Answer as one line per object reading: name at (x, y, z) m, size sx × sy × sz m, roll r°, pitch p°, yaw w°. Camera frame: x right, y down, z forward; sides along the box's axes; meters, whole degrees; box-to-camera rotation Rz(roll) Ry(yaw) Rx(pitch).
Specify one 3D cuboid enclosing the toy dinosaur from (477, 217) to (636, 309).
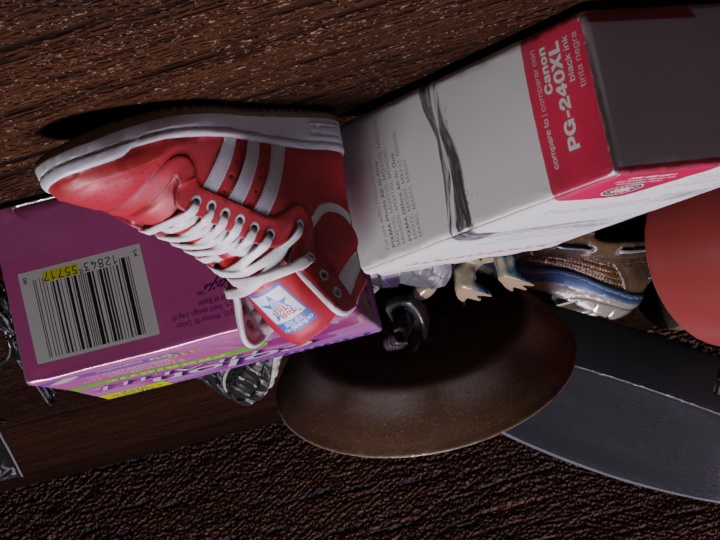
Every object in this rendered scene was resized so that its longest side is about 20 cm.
toy dinosaur at (0.096, 0.000, 1.767) m, size 0.199 × 0.103 × 0.077 m, roll -18°, pitch -143°, yaw -11°

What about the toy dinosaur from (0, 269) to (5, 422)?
toy dinosaur at (-0.304, 0.041, 1.543) m, size 0.181 × 0.200 × 0.105 m, roll -44°, pitch 155°, yaw -6°

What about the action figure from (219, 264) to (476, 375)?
action figure at (0.000, 0.000, 1.564) m, size 0.198 × 0.131 × 0.070 m, roll -12°, pitch -141°, yaw -1°

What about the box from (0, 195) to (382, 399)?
box at (-0.092, 0.003, 1.416) m, size 0.175 × 0.097 × 0.200 m, roll -14°, pitch 174°, yaw 5°

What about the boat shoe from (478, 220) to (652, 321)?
boat shoe at (0.118, -0.029, 1.673) m, size 0.199 × 0.073 × 0.072 m, roll 18°, pitch -162°, yaw -39°

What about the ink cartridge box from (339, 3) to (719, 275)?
ink cartridge box at (0.103, -0.066, 1.280) m, size 0.145 × 0.084 × 0.199 m, roll -8°, pitch 172°, yaw -40°

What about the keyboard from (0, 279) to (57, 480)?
keyboard at (-0.238, 0.058, 1.465) m, size 0.126 × 0.021 × 0.201 m, roll -14°, pitch 138°, yaw 4°

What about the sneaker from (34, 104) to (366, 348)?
sneaker at (-0.068, -0.017, 1.221) m, size 0.071 × 0.113 × 0.199 m, roll -19°, pitch 172°, yaw 39°

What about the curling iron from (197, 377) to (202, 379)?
curling iron at (-0.168, 0.044, 1.746) m, size 0.049 × 0.026 × 0.200 m, roll -22°, pitch 156°, yaw 28°

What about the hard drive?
hard drive at (0.182, 0.094, 1.742) m, size 0.199 × 0.043 × 0.135 m, roll 18°, pitch 144°, yaw 3°

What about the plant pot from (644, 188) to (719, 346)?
plant pot at (0.291, -0.026, 1.620) m, size 0.199 × 0.202 × 0.177 m, roll -8°, pitch 180°, yaw -38°

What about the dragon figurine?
dragon figurine at (0.058, -0.046, 1.468) m, size 0.059 × 0.100 × 0.200 m, roll -15°, pitch 154°, yaw 33°

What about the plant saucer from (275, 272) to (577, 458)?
plant saucer at (0.039, 0.051, 1.635) m, size 0.199 × 0.037 × 0.201 m, roll -10°, pitch -152°, yaw 5°

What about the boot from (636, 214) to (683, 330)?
boot at (0.227, -0.009, 1.774) m, size 0.075 × 0.074 × 0.200 m, roll 15°, pitch -162°, yaw -12°

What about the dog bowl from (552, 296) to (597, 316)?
dog bowl at (0.150, 0.001, 2.011) m, size 0.199 × 0.074 × 0.200 m, roll -13°, pitch 173°, yaw -2°

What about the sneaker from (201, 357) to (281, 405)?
sneaker at (-0.058, 0.022, 1.835) m, size 0.074 × 0.080 × 0.200 m, roll 33°, pitch 144°, yaw -11°
